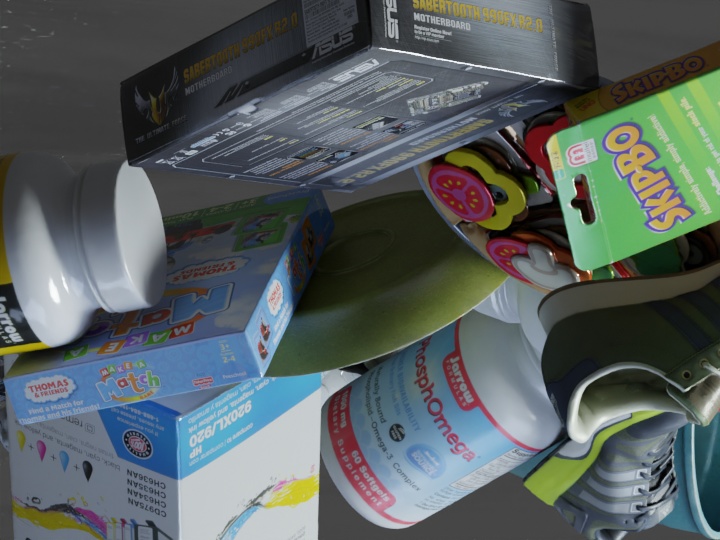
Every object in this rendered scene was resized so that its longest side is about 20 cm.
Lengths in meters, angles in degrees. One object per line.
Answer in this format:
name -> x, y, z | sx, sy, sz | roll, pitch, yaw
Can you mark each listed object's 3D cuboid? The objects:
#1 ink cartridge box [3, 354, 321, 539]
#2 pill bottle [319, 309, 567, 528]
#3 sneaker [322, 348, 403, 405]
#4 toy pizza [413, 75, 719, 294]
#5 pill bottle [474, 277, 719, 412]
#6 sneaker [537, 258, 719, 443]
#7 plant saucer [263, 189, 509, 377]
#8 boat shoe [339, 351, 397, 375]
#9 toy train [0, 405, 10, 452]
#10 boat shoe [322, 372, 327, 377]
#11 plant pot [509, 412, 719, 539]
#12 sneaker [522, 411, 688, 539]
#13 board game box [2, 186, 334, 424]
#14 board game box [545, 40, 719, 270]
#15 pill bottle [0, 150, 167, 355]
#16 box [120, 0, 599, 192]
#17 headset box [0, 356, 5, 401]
ink cartridge box -> -0.124, 0.128, 1.674 | 0.147, 0.200, 0.145 | 20, -147, 31
pill bottle -> 0.076, 0.087, 1.779 | 0.200, 0.109, 0.109 | -33, 154, 30
sneaker -> 0.009, 0.057, 1.963 | 0.099, 0.078, 0.200 | -21, 169, 29
toy pizza -> 0.114, -0.037, 1.455 | 0.200, 0.032, 0.200 | 20, 146, 14
pill bottle -> 0.167, 0.012, 1.631 | 0.200, 0.112, 0.112 | 19, -179, 33
sneaker -> 0.191, 0.043, 1.413 | 0.200, 0.090, 0.067 | -12, 144, 21
plant saucer -> 0.000, 0.000, 1.598 | 0.200, 0.031, 0.200 | -19, -159, 7
boat shoe -> -0.027, 0.033, 1.817 | 0.062, 0.075, 0.200 | -12, 164, 18
toy train -> -0.155, 0.091, 1.840 | 0.200, 0.085, 0.114 | -24, -152, -25
boat shoe -> -0.043, 0.066, 1.727 | 0.073, 0.062, 0.200 | 8, 142, -35
plant pot -> 0.174, 0.082, 1.884 | 0.188, 0.200, 0.200 | 4, 171, 22
sneaker -> 0.181, 0.121, 1.720 | 0.074, 0.081, 0.200 | -39, 174, -29
board game box -> -0.109, 0.018, 1.561 | 0.151, 0.037, 0.200 | -12, -156, 17
board game box -> 0.191, -0.074, 1.358 | 0.200, 0.030, 0.096 | -23, 129, -7
pill bottle -> -0.217, -0.006, 1.498 | 0.200, 0.113, 0.112 | -9, 166, 14
box -> -0.002, -0.095, 1.358 | 0.158, 0.048, 0.200 | 5, 162, -40
headset box -> -0.270, 0.042, 1.746 | 0.200, 0.077, 0.149 | -11, 165, 23
